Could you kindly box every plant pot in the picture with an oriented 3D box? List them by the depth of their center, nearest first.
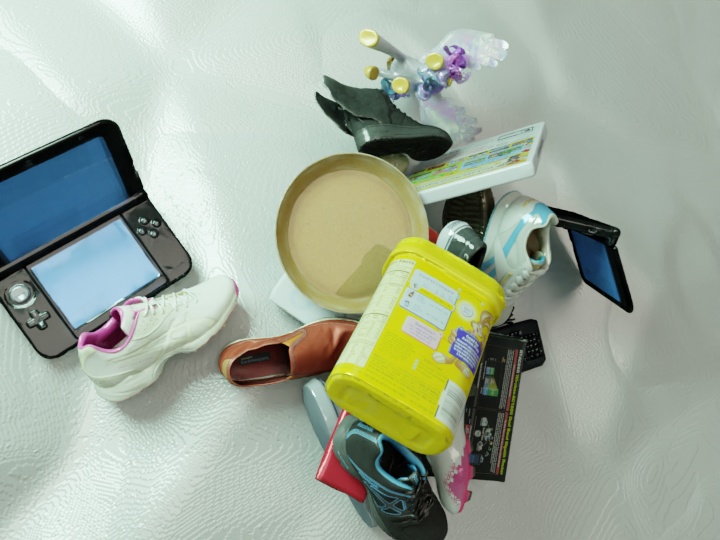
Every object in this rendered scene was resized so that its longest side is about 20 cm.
[{"bbox_3d":[-0.011,-0.047,0.695,0.198,0.027,0.203,0,90,-14],"label":"plant pot"}]

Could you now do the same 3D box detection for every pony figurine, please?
[{"bbox_3d":[0.102,-0.290,0.810,0.192,0.168,0.200,24,21,14],"label":"pony figurine"}]

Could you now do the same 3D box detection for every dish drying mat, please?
[{"bbox_3d":[0.012,0.172,0.672,0.077,0.018,0.201,37,63,-25],"label":"dish drying mat"}]

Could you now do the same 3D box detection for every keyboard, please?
[{"bbox_3d":[0.205,0.116,0.834,0.198,0.040,0.105,-12,82,-26],"label":"keyboard"}]

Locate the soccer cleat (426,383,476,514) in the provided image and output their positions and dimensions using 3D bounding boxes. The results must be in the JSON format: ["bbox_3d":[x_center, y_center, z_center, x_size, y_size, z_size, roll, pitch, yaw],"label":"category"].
[{"bbox_3d":[0.093,0.193,0.672,0.085,0.070,0.203,3,86,-7],"label":"soccer cleat"}]

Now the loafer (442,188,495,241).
[{"bbox_3d":[0.170,-0.047,0.817,0.067,0.075,0.202,-34,129,-43],"label":"loafer"}]

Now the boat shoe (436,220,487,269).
[{"bbox_3d":[0.131,0.026,0.747,0.068,0.201,0.057,-27,48,-25],"label":"boat shoe"}]

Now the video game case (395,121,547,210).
[{"bbox_3d":[0.154,-0.145,0.765,0.023,0.198,0.182,66,31,-20],"label":"video game case"}]

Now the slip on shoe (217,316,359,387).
[{"bbox_3d":[-0.078,0.107,0.682,0.198,0.061,0.075,-9,103,-12],"label":"slip on shoe"}]

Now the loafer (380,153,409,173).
[{"bbox_3d":[0.036,-0.147,0.812,0.068,0.076,0.202,9,72,-14],"label":"loafer"}]

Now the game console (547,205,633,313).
[{"bbox_3d":[0.320,-0.031,0.852,0.174,0.200,0.118,12,103,-1],"label":"game console"}]

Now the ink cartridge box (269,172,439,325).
[{"bbox_3d":[0.000,0.000,0.723,0.159,0.047,0.201,35,99,-10],"label":"ink cartridge box"}]

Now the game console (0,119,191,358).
[{"bbox_3d":[-0.312,-0.032,0.605,0.199,0.116,0.177,-36,91,-26],"label":"game console"}]

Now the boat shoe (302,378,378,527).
[{"bbox_3d":[0.001,0.218,0.702,0.086,0.075,0.203,-28,91,-26],"label":"boat shoe"}]

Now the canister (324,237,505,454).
[{"bbox_3d":[0.064,0.078,0.602,0.148,0.087,0.201,30,52,1],"label":"canister"}]

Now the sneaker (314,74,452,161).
[{"bbox_3d":[0.038,-0.213,0.767,0.198,0.060,0.105,-7,66,-34],"label":"sneaker"}]

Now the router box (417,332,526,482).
[{"bbox_3d":[0.137,0.179,0.750,0.148,0.062,0.202,12,86,-19],"label":"router box"}]

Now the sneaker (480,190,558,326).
[{"bbox_3d":[0.210,-0.003,0.757,0.076,0.081,0.202,-13,124,-33],"label":"sneaker"}]

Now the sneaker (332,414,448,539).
[{"bbox_3d":[0.047,0.252,0.622,0.201,0.082,0.073,53,57,-18],"label":"sneaker"}]

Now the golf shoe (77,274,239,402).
[{"bbox_3d":[-0.229,0.060,0.632,0.200,0.075,0.092,-42,135,-27],"label":"golf shoe"}]
